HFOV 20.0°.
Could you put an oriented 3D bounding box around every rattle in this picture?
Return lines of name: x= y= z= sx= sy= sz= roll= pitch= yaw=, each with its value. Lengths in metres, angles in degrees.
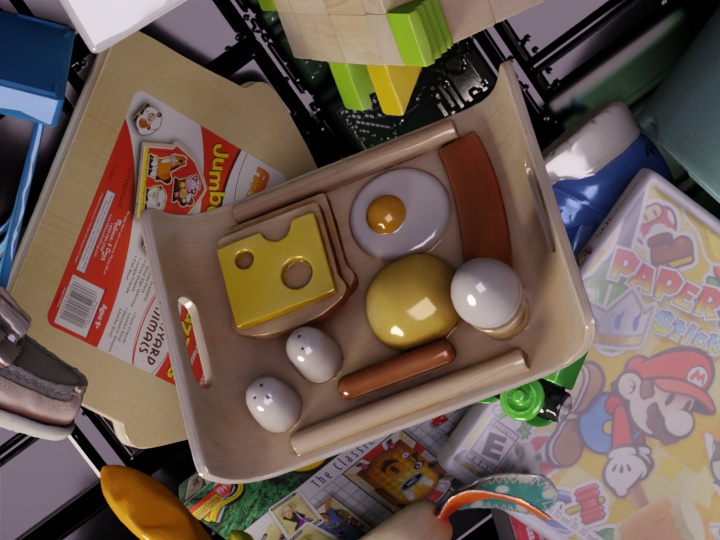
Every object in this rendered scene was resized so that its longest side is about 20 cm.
rattle: x=-0.014 y=0.110 z=1.017 sx=0.200 sy=0.130 sz=0.144 roll=-42 pitch=64 yaw=34

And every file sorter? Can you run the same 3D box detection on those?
file sorter: x=-0.219 y=-0.060 z=0.966 sx=0.138 sy=0.200 sz=0.124 roll=14 pitch=104 yaw=-10

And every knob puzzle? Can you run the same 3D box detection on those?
knob puzzle: x=-0.088 y=-0.004 z=1.049 sx=0.219 sy=0.030 sz=0.222 roll=-5 pitch=97 yaw=-41

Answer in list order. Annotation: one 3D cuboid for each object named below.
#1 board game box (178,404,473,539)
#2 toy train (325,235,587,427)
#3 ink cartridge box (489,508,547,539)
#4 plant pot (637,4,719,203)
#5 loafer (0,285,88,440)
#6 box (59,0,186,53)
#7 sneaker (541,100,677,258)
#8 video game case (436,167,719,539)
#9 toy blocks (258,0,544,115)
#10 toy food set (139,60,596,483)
board game box: x=0.009 y=0.090 z=1.075 sx=0.200 sy=0.024 sz=0.105 roll=-40 pitch=115 yaw=21
toy train: x=0.020 y=0.018 z=1.003 sx=0.199 sy=0.042 sz=0.057 roll=24 pitch=90 yaw=24
ink cartridge box: x=0.182 y=0.143 z=1.118 sx=0.199 sy=0.084 sz=0.145 roll=-19 pitch=104 yaw=-5
plant pot: x=0.256 y=-0.100 z=1.027 sx=0.200 sy=0.200 sz=0.196 roll=40 pitch=100 yaw=-13
loafer: x=-0.198 y=0.002 z=0.851 sx=0.199 sy=0.072 sz=0.063 roll=28 pitch=96 yaw=-10
box: x=-0.098 y=-0.182 z=0.953 sx=0.124 sy=0.200 sz=0.098 roll=-32 pitch=104 yaw=0
sneaker: x=0.090 y=0.012 z=1.082 sx=0.200 sy=0.077 sz=0.111 roll=-38 pitch=95 yaw=-5
video game case: x=0.169 y=0.078 z=1.045 sx=0.199 sy=0.023 sz=0.183 roll=35 pitch=94 yaw=-15
toy blocks: x=0.042 y=-0.151 z=0.998 sx=0.136 sy=0.200 sz=0.101 roll=-26 pitch=105 yaw=-17
toy food set: x=0.000 y=0.000 z=0.962 sx=0.199 sy=0.060 sz=0.144 roll=-21 pitch=66 yaw=10
